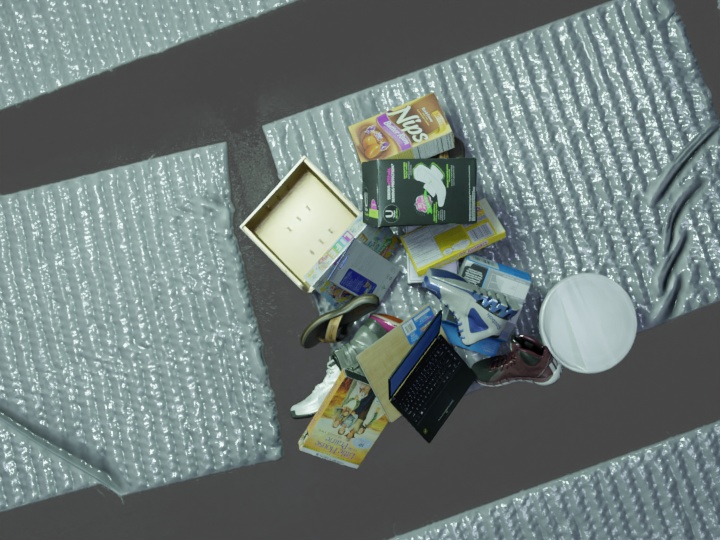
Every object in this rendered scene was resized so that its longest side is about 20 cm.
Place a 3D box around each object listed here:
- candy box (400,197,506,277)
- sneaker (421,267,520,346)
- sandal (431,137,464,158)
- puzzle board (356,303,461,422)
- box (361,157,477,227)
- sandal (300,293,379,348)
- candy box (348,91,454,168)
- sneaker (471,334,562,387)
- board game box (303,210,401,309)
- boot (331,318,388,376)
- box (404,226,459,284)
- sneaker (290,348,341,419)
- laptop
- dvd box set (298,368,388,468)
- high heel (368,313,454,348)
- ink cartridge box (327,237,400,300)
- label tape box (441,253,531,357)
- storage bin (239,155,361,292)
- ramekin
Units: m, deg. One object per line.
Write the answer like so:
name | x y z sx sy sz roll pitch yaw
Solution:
candy box | 0.187 -0.068 1.581 0.196 0.027 0.103 -24 49 0
sneaker | 0.204 0.084 1.526 0.195 0.081 0.118 23 106 -2
sandal | 0.145 -0.225 1.619 0.198 0.055 0.081 -34 54 -23
puzzle board | 0.099 0.184 1.564 0.198 0.017 0.153 -33 101 -24
box | 0.109 -0.151 1.495 0.194 0.148 0.128 -2 96 -13
sandal | -0.041 0.116 1.615 0.197 0.082 0.056 -28 64 13
candy box | 0.083 -0.275 1.598 0.195 0.057 0.119 -21 58 1
sneaker | 0.302 0.173 1.575 0.196 0.117 0.077 -7 42 31
board game box | -0.014 -0.023 1.617 0.200 0.134 0.034 -48 54 -1
boot | 0.039 0.211 1.607 0.200 0.068 0.131 45 73 -2
box | 0.149 -0.074 1.650 0.113 0.060 0.206 -3 86 1
sneaker | -0.067 0.233 1.641 0.196 0.076 0.118 -20 79 -8
laptop | 0.145 0.209 1.519 0.201 0.103 0.178 48 70 -16
dvd box set | -0.021 0.305 1.584 0.144 0.030 0.202 23 112 -22
high heel | 0.095 0.166 1.639 0.196 0.067 0.098 26 101 8
ink cartridge box | 0.000 0.000 1.586 0.039 0.199 0.101 35 92 35
label tape box | 0.250 0.083 1.597 0.141 0.063 0.205 17 108 -1
storage bin | -0.113 -0.091 1.642 0.198 0.094 0.200 44 88 4
ramekin | 0.462 0.109 1.614 0.196 0.094 0.209 0 87 1
